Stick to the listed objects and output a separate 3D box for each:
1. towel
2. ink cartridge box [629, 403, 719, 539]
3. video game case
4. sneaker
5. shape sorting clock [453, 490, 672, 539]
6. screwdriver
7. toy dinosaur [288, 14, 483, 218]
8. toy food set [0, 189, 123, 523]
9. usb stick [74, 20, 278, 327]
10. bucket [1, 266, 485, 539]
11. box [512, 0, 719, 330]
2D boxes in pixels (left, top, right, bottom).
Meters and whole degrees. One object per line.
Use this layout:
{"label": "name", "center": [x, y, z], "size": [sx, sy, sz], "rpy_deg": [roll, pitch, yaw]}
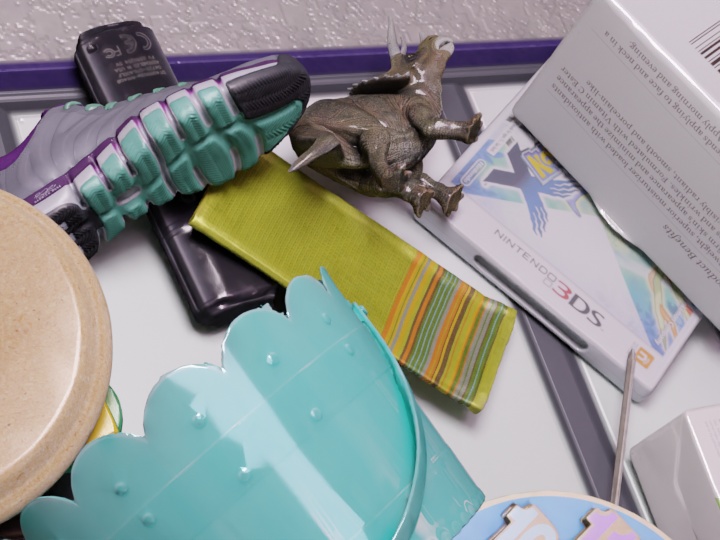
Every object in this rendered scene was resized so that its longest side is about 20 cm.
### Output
{"label": "towel", "center": [0.000, 0.000, 0.966], "size": [0.200, 0.018, 0.086], "rpy_deg": [34, 41, -11]}
{"label": "ink cartridge box", "center": [0.273, 0.132, 0.997], "size": [0.199, 0.067, 0.117], "rpy_deg": [-6, 66, -27]}
{"label": "video game case", "center": [0.155, -0.039, 1.083], "size": [0.182, 0.022, 0.200], "rpy_deg": [40, 52, 3]}
{"label": "sneaker", "center": [-0.127, -0.078, 0.916], "size": [0.200, 0.074, 0.088], "rpy_deg": [-31, 59, -12]}
{"label": "shape sorting clock", "center": [0.104, 0.212, 0.869], "size": [0.199, 0.039, 0.201], "rpy_deg": [5, 67, -12]}
{"label": "screwdriver", "center": [0.149, 0.131, 0.961], "size": [0.029, 0.028, 0.200], "rpy_deg": [8, 58, 16]}
{"label": "toy dinosaur", "center": [0.004, -0.075, 0.994], "size": [0.102, 0.077, 0.200], "rpy_deg": [26, 38, 27]}
{"label": "toy food set", "center": [-0.218, 0.046, 0.812], "size": [0.200, 0.049, 0.198], "rpy_deg": [-22, 69, -16]}
{"label": "usb stick", "center": [-0.107, -0.057, 0.969], "size": [0.055, 0.033, 0.200], "rpy_deg": [-16, 67, -29]}
{"label": "bucket", "center": [-0.050, 0.113, 0.786], "size": [0.135, 0.207, 0.207], "rpy_deg": [48, 53, 4]}
{"label": "box", "center": [0.244, -0.106, 1.069], "size": [0.199, 0.131, 0.200], "rpy_deg": [48, 52, 9]}
